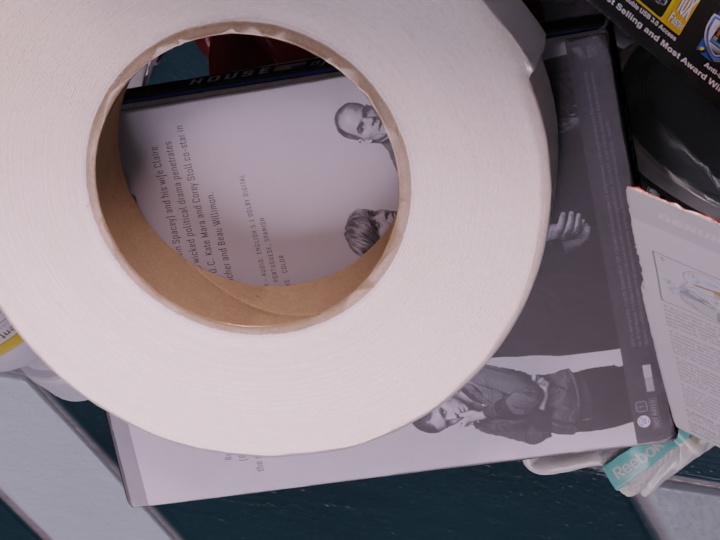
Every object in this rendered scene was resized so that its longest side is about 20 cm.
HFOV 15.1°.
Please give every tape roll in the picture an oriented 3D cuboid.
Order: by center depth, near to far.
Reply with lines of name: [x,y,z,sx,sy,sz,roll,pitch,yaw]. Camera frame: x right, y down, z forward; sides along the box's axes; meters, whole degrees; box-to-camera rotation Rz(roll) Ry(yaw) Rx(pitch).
tape roll: [-0.033,-0.035,0.888,0.201,0.037,0.204,4,113,8]

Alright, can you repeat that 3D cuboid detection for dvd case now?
dvd case: [0.000,0.000,0.932,0.198,0.025,0.151,-8,110,12]

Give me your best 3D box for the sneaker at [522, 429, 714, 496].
sneaker: [0.125,0.045,0.996,0.075,0.089,0.200,47,156,-8]

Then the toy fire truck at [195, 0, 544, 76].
toy fire truck: [-0.009,-0.050,1.033,0.168,0.112,0.201,13,125,57]

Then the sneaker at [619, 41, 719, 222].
sneaker: [0.191,-0.046,0.946,0.199,0.084,0.121,17,162,-12]

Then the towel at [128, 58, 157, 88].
towel: [-0.135,-0.164,0.949,0.190,0.032,0.200,22,137,-5]

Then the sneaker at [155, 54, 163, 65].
sneaker: [-0.109,-0.093,1.091,0.081,0.075,0.200,18,156,10]

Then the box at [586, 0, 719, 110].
box: [0.162,-0.104,0.730,0.200,0.047,0.194,41,137,11]

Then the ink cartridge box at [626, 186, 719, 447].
ink cartridge box: [0.165,0.028,0.818,0.161,0.050,0.200,24,161,20]

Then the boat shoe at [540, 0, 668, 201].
boat shoe: [0.088,-0.036,1.070,0.071,0.068,0.200,15,156,11]

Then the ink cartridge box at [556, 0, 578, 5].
ink cartridge box: [0.029,-0.154,0.866,0.115,0.067,0.200,16,156,8]

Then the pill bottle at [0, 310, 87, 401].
pill bottle: [-0.184,-0.022,1.258,0.111,0.113,0.200,-4,147,42]
